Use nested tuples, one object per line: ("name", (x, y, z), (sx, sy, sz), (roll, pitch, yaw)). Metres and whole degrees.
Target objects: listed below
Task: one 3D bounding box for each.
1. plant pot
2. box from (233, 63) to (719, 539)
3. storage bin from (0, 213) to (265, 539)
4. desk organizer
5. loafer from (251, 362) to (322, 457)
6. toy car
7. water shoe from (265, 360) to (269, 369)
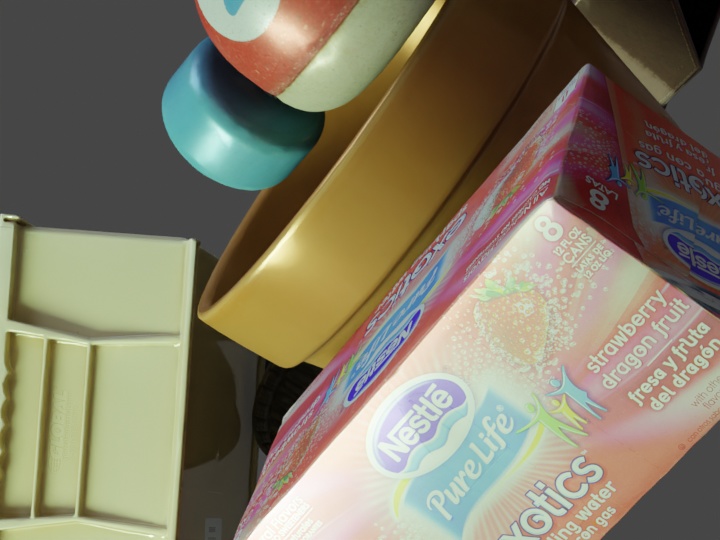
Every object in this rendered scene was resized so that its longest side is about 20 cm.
("plant pot", (0.047, -0.023, 1.032), (0.200, 0.140, 0.200), (-53, 7, 10))
("box", (0.051, 0.043, 0.896), (0.200, 0.095, 0.103), (-50, 10, 32))
("storage bin", (-0.111, 0.086, 1.244), (0.200, 0.094, 0.199), (42, -128, -80))
("desk organizer", (0.162, -0.172, 1.236), (0.077, 0.072, 0.200), (-44, 13, 42))
("loafer", (0.017, 0.021, 1.286), (0.200, 0.076, 0.068), (-54, -3, 23))
("toy car", (-0.049, -0.171, 0.985), (0.184, 0.200, 0.177), (-47, 11, 41))
("water shoe", (0.019, 0.002, 1.356), (0.200, 0.079, 0.072), (-20, 8, 25))
